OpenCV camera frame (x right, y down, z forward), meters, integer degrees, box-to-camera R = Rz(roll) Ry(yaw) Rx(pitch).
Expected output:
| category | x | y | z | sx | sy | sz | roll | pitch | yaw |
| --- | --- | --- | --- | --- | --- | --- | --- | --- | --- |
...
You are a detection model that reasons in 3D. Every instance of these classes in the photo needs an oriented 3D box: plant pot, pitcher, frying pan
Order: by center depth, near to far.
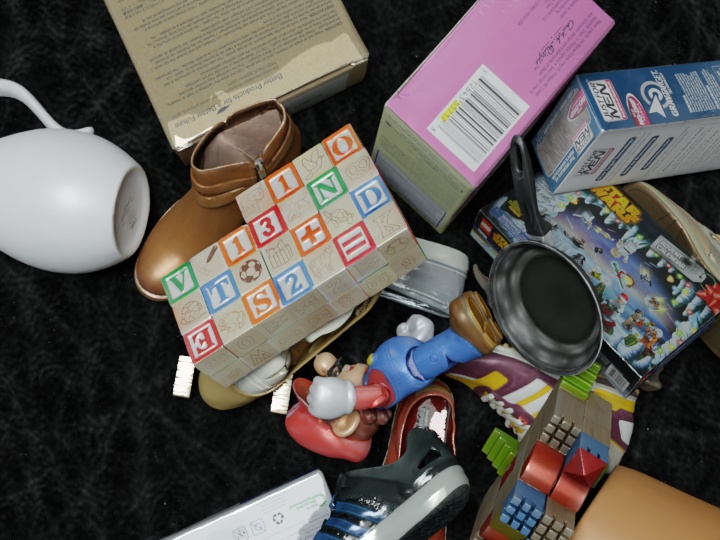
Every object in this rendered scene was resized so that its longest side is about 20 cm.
| category | x | y | z | sx | sy | sz | roll | pitch | yaw |
| --- | --- | --- | --- | --- | --- | --- | --- | --- | --- |
| frying pan | 0.135 | -0.006 | 0.757 | 0.031 | 0.114 | 0.193 | -26 | 93 | -34 |
| plant pot | 0.234 | 0.260 | 0.786 | 0.139 | 0.200 | 0.201 | 35 | 82 | 18 |
| pitcher | -0.286 | -0.089 | 0.839 | 0.195 | 0.122 | 0.175 | 9 | 67 | 9 |

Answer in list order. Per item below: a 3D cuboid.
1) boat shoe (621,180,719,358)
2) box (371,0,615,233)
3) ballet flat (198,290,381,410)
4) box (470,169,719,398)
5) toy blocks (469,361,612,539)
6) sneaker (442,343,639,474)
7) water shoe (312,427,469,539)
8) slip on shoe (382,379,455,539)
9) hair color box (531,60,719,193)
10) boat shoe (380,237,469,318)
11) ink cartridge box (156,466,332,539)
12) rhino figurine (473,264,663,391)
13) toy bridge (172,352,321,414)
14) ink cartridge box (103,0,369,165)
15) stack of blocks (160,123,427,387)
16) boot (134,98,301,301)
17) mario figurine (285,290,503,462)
| category | x | y | z | sx | sy | sz | roll | pitch | yaw |
| --- | --- | --- | --- | --- | --- | --- | --- | --- | --- |
| boat shoe | 0.314 | -0.003 | 0.883 | 0.064 | 0.072 | 0.201 | -24 | 70 | -41 |
| box | 0.103 | -0.144 | 0.816 | 0.096 | 0.200 | 0.176 | 41 | 82 | 2 |
| ballet flat | -0.061 | 0.053 | 0.803 | 0.199 | 0.063 | 0.069 | -41 | 107 | 5 |
| box | 0.212 | -0.005 | 0.835 | 0.136 | 0.040 | 0.200 | -31 | 67 | -27 |
| toy blocks | 0.142 | 0.184 | 0.766 | 0.099 | 0.137 | 0.203 | 29 | 114 | 6 |
| sneaker | 0.150 | 0.122 | 0.849 | 0.196 | 0.075 | 0.092 | 15 | 82 | 1 |
| water shoe | 0.000 | 0.212 | 0.796 | 0.198 | 0.072 | 0.080 | -35 | 57 | 3 |
| slip on shoe | 0.050 | 0.197 | 0.841 | 0.072 | 0.061 | 0.205 | 10 | 84 | -4 |
| hair color box | 0.263 | -0.130 | 0.845 | 0.196 | 0.100 | 0.062 | -10 | 66 | -21 |
| boat shoe | 0.000 | 0.000 | 0.858 | 0.196 | 0.070 | 0.073 | 12 | 79 | -4 |
| ink cartridge box | -0.086 | 0.306 | 0.829 | 0.196 | 0.041 | 0.204 | -21 | 85 | -6 |
| rhino figurine | 0.194 | 0.033 | 0.868 | 0.196 | 0.060 | 0.089 | 21 | 63 | 0 |
| toy bridge | -0.069 | 0.097 | 0.863 | 0.195 | 0.027 | 0.069 | 9 | 82 | -2 |
| ink cartridge box | -0.114 | -0.217 | 0.877 | 0.197 | 0.075 | 0.167 | -25 | 86 | -7 |
| stack of blocks | -0.060 | -0.012 | 0.767 | 0.198 | 0.059 | 0.116 | -32 | 59 | 5 |
| boot | -0.131 | -0.063 | 0.815 | 0.074 | 0.155 | 0.200 | 41 | 82 | 4 |
| mario figurine | 0.014 | 0.076 | 0.794 | 0.198 | 0.123 | 0.107 | -34 | 49 | 13 |
